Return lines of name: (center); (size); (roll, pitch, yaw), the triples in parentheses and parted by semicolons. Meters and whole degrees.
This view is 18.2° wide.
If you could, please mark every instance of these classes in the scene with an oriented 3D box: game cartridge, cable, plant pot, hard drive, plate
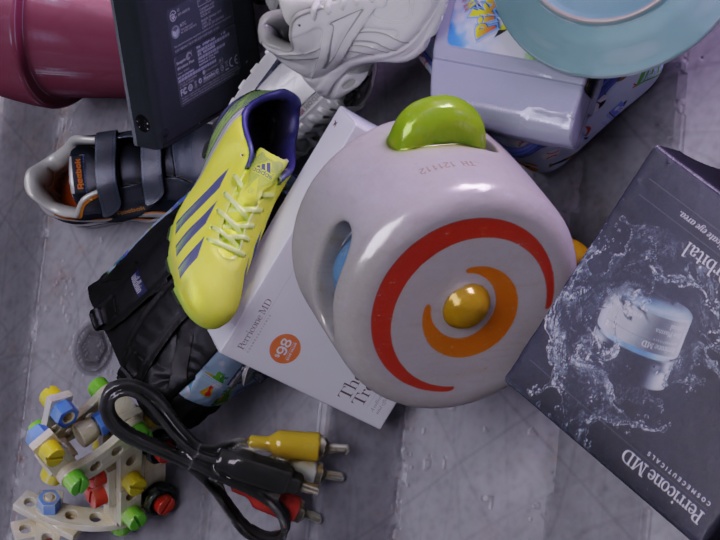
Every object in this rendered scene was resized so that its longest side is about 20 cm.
game cartridge: (0.126, -0.193, 1.622); (0.133, 0.040, 0.201); (12, 79, 32)
cable: (-0.112, 0.147, 1.736); (0.199, 0.050, 0.098); (21, 108, -2)
plant pot: (-0.202, -0.223, 1.854); (0.178, 0.200, 0.202); (14, 88, 20)
hard drive: (-0.137, -0.213, 1.742); (0.033, 0.139, 0.201); (13, 122, 34)
plate: (0.179, -0.233, 1.574); (0.199, 0.026, 0.202); (-8, 70, 23)

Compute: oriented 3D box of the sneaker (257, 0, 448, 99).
sneaker: (-0.009, -0.194, 1.657); (0.200, 0.099, 0.078); (-34, 43, 47)

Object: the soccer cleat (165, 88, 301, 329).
soccer cleat: (-0.090, -0.052, 1.658); (0.083, 0.065, 0.201); (-24, 43, 44)

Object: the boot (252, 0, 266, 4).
boot: (0.006, -0.292, 1.786); (0.199, 0.066, 0.166); (4, 75, 32)

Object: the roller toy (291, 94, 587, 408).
roller toy: (0.055, -0.001, 1.582); (0.182, 0.200, 0.140); (-40, 36, 4)

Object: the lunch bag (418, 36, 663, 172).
lunch bag: (0.126, -0.187, 1.682); (0.160, 0.075, 0.200); (-43, 61, 16)

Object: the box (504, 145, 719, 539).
box: (0.241, 0.056, 1.529); (0.196, 0.117, 0.201); (40, 105, 33)

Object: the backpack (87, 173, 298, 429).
backpack: (-0.101, 0.005, 1.771); (0.201, 0.153, 0.164); (-56, 47, 28)

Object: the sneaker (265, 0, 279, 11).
sneaker: (0.002, -0.242, 1.722); (0.199, 0.076, 0.093); (1, 112, 35)

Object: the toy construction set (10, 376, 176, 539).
toy construction set: (-0.216, 0.165, 1.798); (0.092, 0.131, 0.200); (52, 148, 22)

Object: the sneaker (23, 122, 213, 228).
sneaker: (-0.193, -0.079, 1.878); (0.199, 0.079, 0.079); (-15, 71, 30)

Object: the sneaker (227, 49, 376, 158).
sneaker: (-0.043, -0.136, 1.792); (0.080, 0.076, 0.201); (36, 103, 25)

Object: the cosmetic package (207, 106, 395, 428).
cosmetic package: (0.000, 0.000, 1.683); (0.201, 0.150, 0.052); (-59, 23, 11)
